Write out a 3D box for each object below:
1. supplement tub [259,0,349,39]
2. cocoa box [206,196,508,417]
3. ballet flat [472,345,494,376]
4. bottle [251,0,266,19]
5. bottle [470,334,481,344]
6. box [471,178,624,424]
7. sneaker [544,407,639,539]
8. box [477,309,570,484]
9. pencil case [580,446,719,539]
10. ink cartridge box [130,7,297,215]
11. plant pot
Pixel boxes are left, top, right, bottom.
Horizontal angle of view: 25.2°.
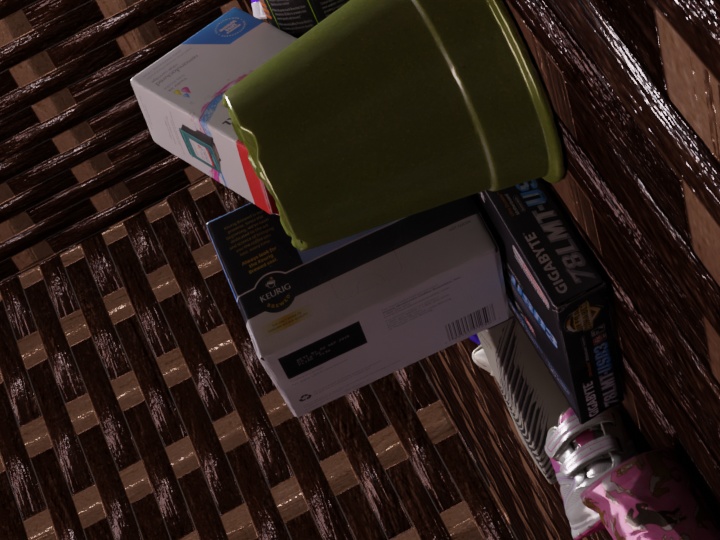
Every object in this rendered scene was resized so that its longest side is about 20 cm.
[{"bbox_3d":[-0.026,-0.240,1.295,0.201,0.122,0.123,65,177,-29],"label":"supplement tub"},{"bbox_3d":[0.000,0.000,1.277,0.134,0.199,0.132,69,176,-63],"label":"cocoa box"},{"bbox_3d":[0.136,0.068,1.758,0.201,0.062,0.067,62,178,14],"label":"ballet flat"},{"bbox_3d":[-0.082,-0.317,1.365,0.083,0.065,0.202,5,105,61],"label":"bottle"},{"bbox_3d":[0.096,-0.010,1.585,0.084,0.065,0.200,66,176,-35],"label":"bottle"},{"bbox_3d":[0.135,-0.007,1.260,0.201,0.049,0.199,61,178,31],"label":"box"},{"bbox_3d":[0.191,0.159,1.332,0.200,0.081,0.089,-95,-20,-86],"label":"sneaker"},{"bbox_3d":[0.160,0.093,1.474,0.201,0.068,0.082,64,177,-33],"label":"box"},{"bbox_3d":[0.238,0.225,1.165,0.082,0.086,0.201,4,-127,-54],"label":"pencil case"},{"bbox_3d":[-0.070,-0.120,1.248,0.199,0.116,0.068,31,149,39],"label":"ink cartridge box"},{"bbox_3d":[0.013,-0.108,1.114,0.201,0.189,0.200,62,177,5],"label":"plant pot"}]
